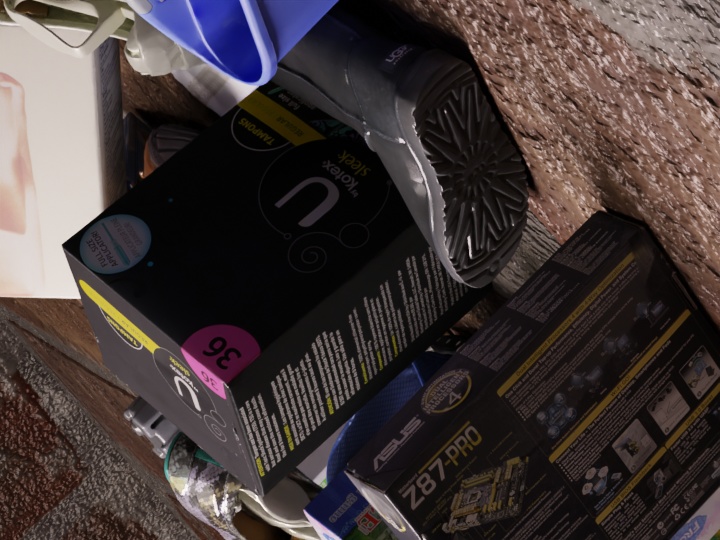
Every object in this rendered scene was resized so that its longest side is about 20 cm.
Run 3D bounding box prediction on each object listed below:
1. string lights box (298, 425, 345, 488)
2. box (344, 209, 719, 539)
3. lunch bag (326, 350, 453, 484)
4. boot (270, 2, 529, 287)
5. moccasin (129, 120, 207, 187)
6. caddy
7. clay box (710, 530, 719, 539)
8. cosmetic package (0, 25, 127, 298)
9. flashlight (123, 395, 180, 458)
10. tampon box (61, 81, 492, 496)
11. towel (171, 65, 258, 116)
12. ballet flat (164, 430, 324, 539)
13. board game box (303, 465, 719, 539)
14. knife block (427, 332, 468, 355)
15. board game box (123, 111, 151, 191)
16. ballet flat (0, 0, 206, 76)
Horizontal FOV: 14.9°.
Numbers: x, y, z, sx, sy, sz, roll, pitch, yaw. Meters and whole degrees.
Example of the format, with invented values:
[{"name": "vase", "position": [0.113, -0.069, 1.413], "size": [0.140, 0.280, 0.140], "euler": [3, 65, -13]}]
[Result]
[{"name": "string lights box", "position": [0.001, 0.164, 1.963], "size": [0.059, 0.103, 0.200], "euler": [34, 165, 38]}, {"name": "box", "position": [0.110, 0.094, 1.456], "size": [0.161, 0.200, 0.049], "euler": [52, 165, -32]}, {"name": "lunch bag", "position": [0.075, 0.144, 1.755], "size": [0.132, 0.136, 0.200], "euler": [9, -141, -28]}, {"name": "boot", "position": [-0.005, -0.091, 1.533], "size": [0.200, 0.066, 0.165], "euler": [29, 150, 38]}, {"name": "moccasin", "position": [-0.123, -0.059, 1.882], "size": [0.074, 0.078, 0.201], "euler": [21, -176, -7]}, {"name": "caddy", "position": [-0.087, -0.180, 1.412], "size": [0.141, 0.105, 0.200], "euler": [37, 162, 29]}, {"name": "clay box", "position": [0.203, 0.166, 1.745], "size": [0.115, 0.048, 0.200], "euler": [45, 166, -1]}, {"name": "cosmetic package", "position": [-0.210, -0.090, 1.877], "size": [0.103, 0.087, 0.200], "euler": [-78, -11, -67]}, {"name": "flashlight", "position": [-0.076, 0.051, 1.921], "size": [0.068, 0.200, 0.068], "euler": [48, 169, -18]}, {"name": "tampon box", "position": [-0.046, -0.001, 1.621], "size": [0.150, 0.200, 0.126], "euler": [37, 157, 30]}, {"name": "towel", "position": [-0.069, -0.107, 1.801], "size": [0.200, 0.024, 0.147], "euler": [46, 167, -3]}, {"name": "ballet flat", "position": [-0.048, 0.153, 1.702], "size": [0.072, 0.072, 0.200], "euler": [36, 176, 36]}, {"name": "board game box", "position": [0.102, 0.127, 1.594], "size": [0.200, 0.200, 0.041], "euler": [33, 163, 40]}, {"name": "knife block", "position": [0.040, 0.074, 1.937], "size": [0.200, 0.064, 0.176], "euler": [38, 165, 32]}, {"name": "board game box", "position": [-0.136, -0.035, 2.087], "size": [0.200, 0.062, 0.200], "euler": [35, -168, -27]}, {"name": "ballet flat", "position": [-0.141, -0.150, 1.651], "size": [0.200, 0.069, 0.069], "euler": [16, 156, 22]}]
